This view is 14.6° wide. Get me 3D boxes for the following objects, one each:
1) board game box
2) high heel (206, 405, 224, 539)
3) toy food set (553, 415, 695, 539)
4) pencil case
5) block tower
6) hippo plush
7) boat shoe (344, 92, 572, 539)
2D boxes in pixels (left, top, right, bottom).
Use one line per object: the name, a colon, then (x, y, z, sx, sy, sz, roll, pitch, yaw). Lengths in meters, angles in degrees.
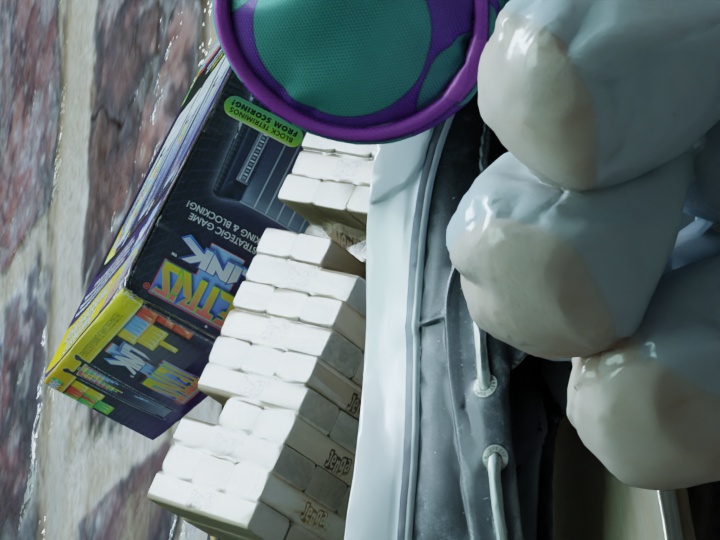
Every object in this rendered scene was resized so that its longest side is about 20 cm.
board game box: (-0.048, -0.032, 1.069, 0.166, 0.056, 0.200, -65, 8, -16)
high heel: (-0.029, 0.101, 1.085, 0.200, 0.071, 0.144, 112, 169, -71)
toy food set: (0.086, 0.100, 0.842, 0.201, 0.060, 0.144, -93, 21, -47)
pencil case: (0.009, -0.114, 0.857, 0.085, 0.092, 0.200, -54, 8, 25)
block tower: (0.000, 0.000, 0.951, 0.058, 0.054, 0.201, 12, 72, 45)
hippo plush: (0.085, -0.056, 0.762, 0.161, 0.158, 0.201, -130, 54, -63)
boat shoe: (0.039, 0.024, 0.836, 0.072, 0.067, 0.201, 53, -141, -56)
